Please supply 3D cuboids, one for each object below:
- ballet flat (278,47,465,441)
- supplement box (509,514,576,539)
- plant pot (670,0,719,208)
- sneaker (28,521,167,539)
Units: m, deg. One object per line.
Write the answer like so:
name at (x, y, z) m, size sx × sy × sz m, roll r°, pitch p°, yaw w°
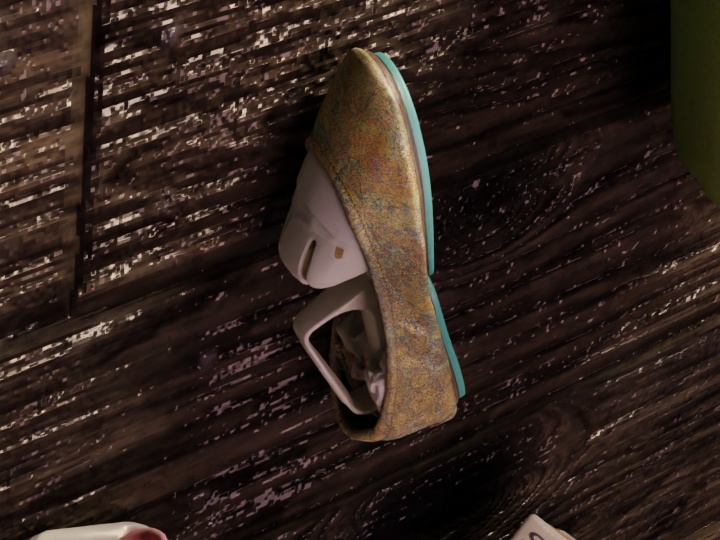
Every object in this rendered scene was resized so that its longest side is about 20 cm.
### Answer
ballet flat at (0.000, 0.000, 0.950) m, size 0.071 × 0.071 × 0.201 m, roll -35°, pitch 141°, yaw -21°
supplement box at (0.059, 0.224, 1.162) m, size 0.200 × 0.073 × 0.126 m, roll -52°, pitch 165°, yaw 1°
plant pot at (0.205, -0.114, 0.987) m, size 0.199 × 0.200 × 0.191 m, roll -33°, pitch 151°, yaw -23°
sneaker at (-0.074, 0.171, 0.969) m, size 0.199 × 0.075 × 0.105 m, roll 27°, pitch 96°, yaw -29°
